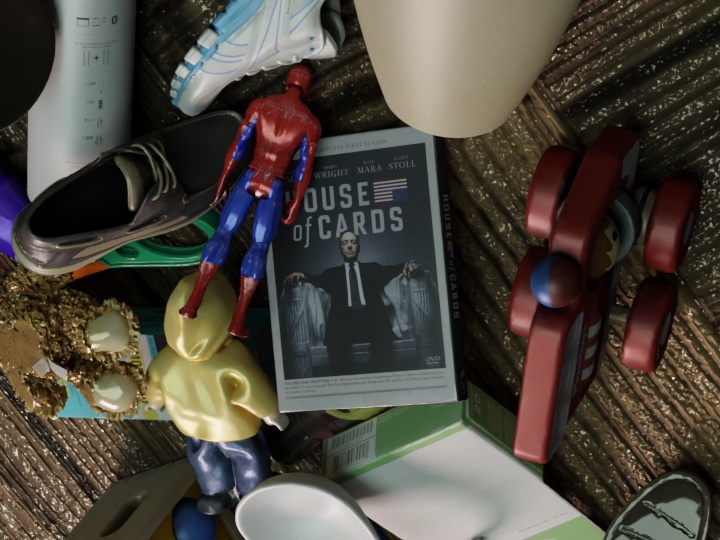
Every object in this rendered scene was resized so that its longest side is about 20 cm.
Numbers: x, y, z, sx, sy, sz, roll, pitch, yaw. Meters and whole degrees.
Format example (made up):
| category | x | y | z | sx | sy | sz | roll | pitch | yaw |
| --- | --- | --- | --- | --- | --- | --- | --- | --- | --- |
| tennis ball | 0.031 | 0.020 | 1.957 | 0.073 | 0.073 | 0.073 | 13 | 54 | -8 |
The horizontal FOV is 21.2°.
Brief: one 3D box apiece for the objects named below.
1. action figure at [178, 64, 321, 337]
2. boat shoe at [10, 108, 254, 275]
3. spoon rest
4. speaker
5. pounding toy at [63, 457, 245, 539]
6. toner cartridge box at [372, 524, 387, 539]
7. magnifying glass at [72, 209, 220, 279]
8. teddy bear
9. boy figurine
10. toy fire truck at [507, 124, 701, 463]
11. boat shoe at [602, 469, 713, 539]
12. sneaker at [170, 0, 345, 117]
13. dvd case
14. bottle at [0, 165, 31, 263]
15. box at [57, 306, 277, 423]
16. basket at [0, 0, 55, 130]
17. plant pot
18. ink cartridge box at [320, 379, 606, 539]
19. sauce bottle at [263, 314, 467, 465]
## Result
| category | x | y | z | sx | sy | sz | roll | pitch | yaw |
| --- | --- | --- | --- | --- | --- | --- | --- | --- | --- |
| action figure | -0.075 | -0.055 | 1.407 | 0.065 | 0.052 | 0.201 | 20 | 91 | 3 |
| boat shoe | -0.162 | -0.058 | 1.415 | 0.075 | 0.199 | 0.073 | 57 | 167 | 2 |
| spoon rest | 0.000 | 0.208 | 1.471 | 0.199 | 0.061 | 0.099 | 20 | 135 | -17 |
| speaker | -0.210 | -0.142 | 1.449 | 0.081 | 0.081 | 0.201 | 16 | 122 | 16 |
| pounding toy | -0.152 | 0.285 | 1.582 | 0.142 | 0.200 | 0.185 | -21 | 107 | 31 |
| toner cartridge box | 0.010 | 0.283 | 1.604 | 0.200 | 0.043 | 0.095 | 48 | 126 | -6 |
| magnifying glass | -0.189 | -0.018 | 1.529 | 0.199 | 0.023 | 0.079 | -18 | 142 | 36 |
| teddy bear | -0.240 | 0.048 | 1.510 | 0.199 | 0.067 | 0.146 | -2 | 117 | 42 |
| boy figurine | -0.116 | 0.092 | 1.483 | 0.124 | 0.064 | 0.201 | -1 | 115 | 29 |
| toy fire truck | 0.152 | 0.013 | 1.315 | 0.111 | 0.168 | 0.201 | 16 | 122 | 15 |
| boat shoe | 0.215 | 0.238 | 1.474 | 0.072 | 0.068 | 0.201 | 28 | 105 | 19 |
| sneaker | -0.061 | -0.168 | 1.376 | 0.087 | 0.075 | 0.200 | 39 | 126 | -7 |
| dvd case | 0.000 | 0.000 | 1.417 | 0.149 | 0.025 | 0.202 | -6 | 90 | 27 |
| bottle | -0.334 | -0.074 | 1.551 | 0.199 | 0.065 | 0.084 | 34 | 120 | 4 |
| box | -0.163 | 0.076 | 1.565 | 0.199 | 0.049 | 0.083 | -1 | 116 | 25 |
| basket | -0.326 | -0.182 | 1.404 | 0.199 | 0.136 | 0.181 | 28 | 120 | 36 |
| plant pot | 0.068 | -0.190 | 1.253 | 0.186 | 0.188 | 0.201 | 20 | 136 | 13 |
| ink cartridge box | 0.086 | 0.172 | 1.499 | 0.145 | 0.048 | 0.200 | -28 | 131 | 33 |
| sauce bottle | -0.002 | 0.087 | 1.489 | 0.066 | 0.066 | 0.200 | 45 | 124 | -4 |
